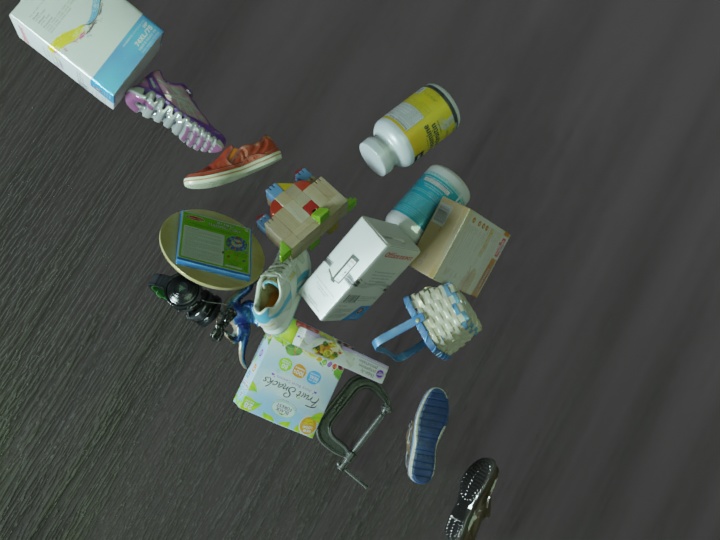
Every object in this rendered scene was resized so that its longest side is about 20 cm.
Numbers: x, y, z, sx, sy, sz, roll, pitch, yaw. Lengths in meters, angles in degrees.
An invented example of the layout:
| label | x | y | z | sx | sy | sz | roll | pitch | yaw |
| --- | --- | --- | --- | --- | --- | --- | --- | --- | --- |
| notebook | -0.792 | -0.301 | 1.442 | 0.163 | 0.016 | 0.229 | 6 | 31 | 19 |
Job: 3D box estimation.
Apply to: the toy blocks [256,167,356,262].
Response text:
| label | x | y | z | sx | sy | sz | roll | pitch | yaw |
| --- | --- | --- | --- | --- | --- | --- | --- | --- | --- |
| toy blocks | -0.125 | -0.120 | 1.402 | 0.137 | 0.100 | 0.200 | 42 | 70 | 16 |

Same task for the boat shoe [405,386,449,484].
| label | x | y | z | sx | sy | sz | roll | pitch | yaw |
| --- | --- | --- | --- | --- | --- | --- | --- | --- | --- |
| boat shoe | 0.130 | 0.344 | 1.536 | 0.072 | 0.072 | 0.201 | 19 | 81 | -18 |

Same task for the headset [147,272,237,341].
| label | x | y | z | sx | sy | sz | roll | pitch | yaw |
| --- | --- | --- | --- | --- | --- | --- | --- | --- | --- |
| headset | -0.305 | 0.067 | 1.307 | 0.124 | 0.199 | 0.094 | 50 | 59 | -51 |

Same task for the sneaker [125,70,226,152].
| label | x | y | z | sx | sy | sz | roll | pitch | yaw |
| --- | --- | --- | --- | --- | --- | --- | --- | --- | --- |
| sneaker | -0.330 | -0.299 | 1.348 | 0.200 | 0.080 | 0.089 | 33 | 64 | -21 |

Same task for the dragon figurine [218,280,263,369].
| label | x | y | z | sx | sy | sz | roll | pitch | yaw |
| --- | --- | --- | --- | --- | --- | --- | --- | --- | --- |
| dragon figurine | -0.222 | 0.092 | 1.408 | 0.099 | 0.059 | 0.201 | -24 | 100 | -17 |

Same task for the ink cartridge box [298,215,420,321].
| label | x | y | z | sx | sy | sz | roll | pitch | yaw |
| --- | --- | --- | --- | --- | --- | --- | --- | --- | --- |
| ink cartridge box | 0.000 | 0.000 | 1.391 | 0.200 | 0.146 | 0.084 | -48 | 66 | 18 |

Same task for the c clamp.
| label | x | y | z | sx | sy | sz | roll | pitch | yaw |
| --- | --- | --- | --- | --- | --- | --- | --- | --- | --- |
| c clamp | -0.002 | 0.327 | 1.517 | 0.170 | 0.027 | 0.201 | 35 | 82 | -12 |

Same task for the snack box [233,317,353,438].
| label | x | y | z | sx | sy | sz | roll | pitch | yaw |
| --- | --- | --- | --- | --- | --- | --- | --- | --- | --- |
| snack box | -0.132 | 0.206 | 1.440 | 0.168 | 0.068 | 0.201 | 27 | 85 | -20 |

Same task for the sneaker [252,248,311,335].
| label | x | y | z | sx | sy | sz | roll | pitch | yaw |
| --- | --- | --- | --- | --- | --- | --- | --- | --- | --- |
| sneaker | -0.149 | 0.019 | 1.387 | 0.076 | 0.081 | 0.201 | 1 | 58 | 20 |

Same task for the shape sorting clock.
| label | x | y | z | sx | sy | sz | roll | pitch | yaw |
| --- | --- | --- | --- | --- | --- | --- | --- | --- | --- |
| shape sorting clock | -0.272 | -0.040 | 1.338 | 0.199 | 0.039 | 0.201 | 19 | 43 | -19 |

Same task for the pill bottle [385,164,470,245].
| label | x | y | z | sx | sy | sz | roll | pitch | yaw |
| --- | --- | --- | --- | --- | --- | --- | --- | --- | --- |
| pill bottle | 0.127 | -0.114 | 1.494 | 0.111 | 0.111 | 0.200 | 45 | 78 | -16 |

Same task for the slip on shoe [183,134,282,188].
| label | x | y | z | sx | sy | sz | roll | pitch | yaw |
| --- | --- | --- | --- | --- | --- | --- | --- | --- | --- |
| slip on shoe | -0.247 | -0.205 | 1.382 | 0.199 | 0.074 | 0.062 | -26 | 94 | -22 |

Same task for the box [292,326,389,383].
| label | x | y | z | sx | sy | sz | roll | pitch | yaw |
| --- | --- | --- | --- | --- | --- | --- | --- | --- | --- |
| box | -0.038 | 0.166 | 1.419 | 0.199 | 0.041 | 0.039 | 27 | 83 | -24 |

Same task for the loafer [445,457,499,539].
| label | x | y | z | sx | sy | sz | roll | pitch | yaw |
| --- | --- | --- | --- | --- | --- | --- | --- | --- | --- |
| loafer | 0.254 | 0.508 | 1.596 | 0.071 | 0.073 | 0.201 | 27 | 88 | -29 |

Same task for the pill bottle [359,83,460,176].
| label | x | y | z | sx | sy | sz | roll | pitch | yaw |
| --- | --- | --- | --- | --- | --- | --- | --- | --- | --- |
| pill bottle | 0.098 | -0.282 | 1.476 | 0.200 | 0.112 | 0.112 | -39 | 104 | -13 |

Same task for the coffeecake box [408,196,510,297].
| label | x | y | z | sx | sy | sz | roll | pitch | yaw |
| --- | --- | --- | --- | --- | --- | --- | --- | --- | --- |
| coffeecake box | 0.205 | -0.044 | 1.479 | 0.200 | 0.073 | 0.154 | 21 | 98 | -53 |

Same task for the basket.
| label | x | y | z | sx | sy | sz | roll | pitch | yaw |
| --- | --- | --- | --- | --- | --- | --- | --- | --- | --- |
| basket | 0.133 | 0.118 | 1.457 | 0.199 | 0.176 | 0.140 | -34 | 67 | 7 |

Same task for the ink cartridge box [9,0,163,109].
| label | x | y | z | sx | sy | sz | roll | pitch | yaw |
| --- | --- | --- | --- | --- | --- | --- | --- | --- | --- |
| ink cartridge box | -0.468 | -0.409 | 1.252 | 0.200 | 0.147 | 0.146 | 38 | 81 | -18 |
